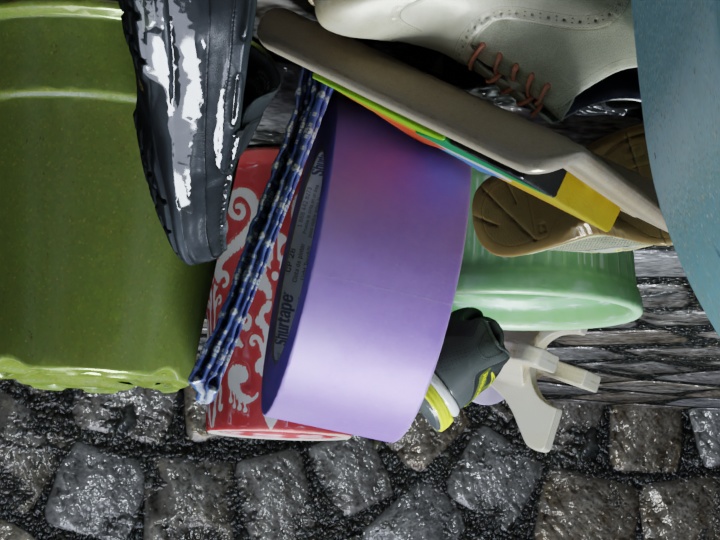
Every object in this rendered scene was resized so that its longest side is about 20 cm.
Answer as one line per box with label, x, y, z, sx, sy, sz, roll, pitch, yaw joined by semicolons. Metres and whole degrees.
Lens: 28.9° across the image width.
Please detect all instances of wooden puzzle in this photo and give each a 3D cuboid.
wooden puzzle;0.062;-0.069;0.723;0.184;0.037;0.200;29;-171;30

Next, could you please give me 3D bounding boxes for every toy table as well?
toy table;0.184;0.096;1.548;0.117;0.185;0.200;16;-173;31

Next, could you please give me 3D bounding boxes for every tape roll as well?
tape roll;0.000;0.000;0.867;0.084;0.201;0.200;13;169;-8

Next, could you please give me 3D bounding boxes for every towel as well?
towel;-0.060;-0.021;0.811;0.024;0.201;0.145;21;170;-3

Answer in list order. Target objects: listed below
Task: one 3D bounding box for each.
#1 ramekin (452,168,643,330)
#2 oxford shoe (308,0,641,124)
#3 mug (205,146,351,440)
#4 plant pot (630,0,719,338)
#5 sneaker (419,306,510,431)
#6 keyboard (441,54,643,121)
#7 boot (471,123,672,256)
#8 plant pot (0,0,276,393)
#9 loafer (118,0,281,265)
ramekin;0.117;-0.015;1.078;0.198;0.098;0.200;2;170;0
oxford shoe;0.073;-0.107;0.630;0.198;0.074;0.071;2;170;0
mug;-0.045;0.019;1.017;0.133;0.202;0.177;9;168;-32
plant pot;0.202;-0.062;0.494;0.194;0.202;0.196;1;171;4
sneaker;0.072;0.068;1.055;0.084;0.075;0.200;-35;-173;3
keyboard;0.144;-0.108;0.773;0.199;0.021;0.127;5;169;-11
boot;0.191;-0.050;0.885;0.199;0.073;0.154;-10;178;39
plant pot;-0.151;-0.030;0.794;0.199;0.191;0.200;2;171;0
loafer;-0.071;-0.079;0.657;0.070;0.068;0.201;-13;140;-14
